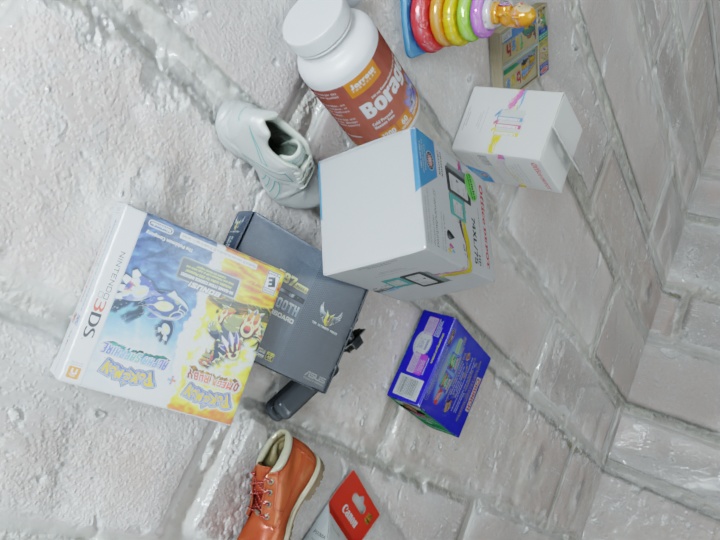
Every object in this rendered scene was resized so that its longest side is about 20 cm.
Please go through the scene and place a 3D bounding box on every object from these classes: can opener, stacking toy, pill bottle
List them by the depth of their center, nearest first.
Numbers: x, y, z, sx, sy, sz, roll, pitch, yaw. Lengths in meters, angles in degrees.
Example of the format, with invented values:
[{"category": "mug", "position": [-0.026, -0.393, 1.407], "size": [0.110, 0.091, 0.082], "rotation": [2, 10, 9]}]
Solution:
[{"category": "pill bottle", "position": [-0.010, -0.251, 0.855], "size": [0.200, 0.111, 0.114], "rotation": [42, 69, -50]}, {"category": "stacking toy", "position": [0.159, -0.366, 0.965], "size": [0.115, 0.197, 0.112], "rotation": [-32, 127, -40]}, {"category": "can opener", "position": [-0.066, 0.130, 0.978], "size": [0.199, 0.053, 0.068], "rotation": [-39, 99, -38]}]

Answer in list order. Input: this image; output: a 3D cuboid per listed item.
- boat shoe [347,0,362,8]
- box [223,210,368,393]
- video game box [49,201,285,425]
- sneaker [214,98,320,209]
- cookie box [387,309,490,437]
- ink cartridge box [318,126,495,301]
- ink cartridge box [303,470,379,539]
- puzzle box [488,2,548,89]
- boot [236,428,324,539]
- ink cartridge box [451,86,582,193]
[{"category": "boat shoe", "position": [-0.042, -0.390, 0.787], "size": [0.198, 0.067, 0.075], "rotation": [35, 38, -46]}, {"category": "box", "position": [-0.097, 0.042, 0.843], "size": [0.198, 0.051, 0.160], "rotation": [32, 76, -32]}, {"category": "video game box", "position": [-0.197, 0.051, 0.721], "size": [0.198, 0.046, 0.186], "rotation": [24, 85, -33]}, {"category": "sneaker", "position": [-0.090, -0.129, 0.821], "size": [0.200, 0.079, 0.072], "rotation": [40, 69, -52]}, {"category": "cookie box", "position": [0.151, 0.195, 1.250], "size": [0.200, 0.074, 0.174], "rotation": [44, 66, -49]}, {"category": "ink cartridge box", "position": [0.062, -0.059, 0.856], "size": [0.199, 0.144, 0.150], "rotation": [19, 63, -54]}, {"category": "ink cartridge box", "position": [-0.031, 0.462, 1.126], "size": [0.201, 0.047, 0.162], "rotation": [-50, 136, -27]}, {"category": "puzzle box", "position": [0.305, -0.414, 1.286], "size": [0.199, 0.025, 0.135], "rotation": [-41, 132, -38]}, {"category": "boot", "position": [-0.132, 0.320, 0.932], "size": [0.202, 0.074, 0.108], "rotation": [-61, 139, -32]}, {"category": "ink cartridge box", "position": [0.286, -0.228, 1.179], "size": [0.128, 0.197, 0.128], "rotation": [32, 77, -52]}]
